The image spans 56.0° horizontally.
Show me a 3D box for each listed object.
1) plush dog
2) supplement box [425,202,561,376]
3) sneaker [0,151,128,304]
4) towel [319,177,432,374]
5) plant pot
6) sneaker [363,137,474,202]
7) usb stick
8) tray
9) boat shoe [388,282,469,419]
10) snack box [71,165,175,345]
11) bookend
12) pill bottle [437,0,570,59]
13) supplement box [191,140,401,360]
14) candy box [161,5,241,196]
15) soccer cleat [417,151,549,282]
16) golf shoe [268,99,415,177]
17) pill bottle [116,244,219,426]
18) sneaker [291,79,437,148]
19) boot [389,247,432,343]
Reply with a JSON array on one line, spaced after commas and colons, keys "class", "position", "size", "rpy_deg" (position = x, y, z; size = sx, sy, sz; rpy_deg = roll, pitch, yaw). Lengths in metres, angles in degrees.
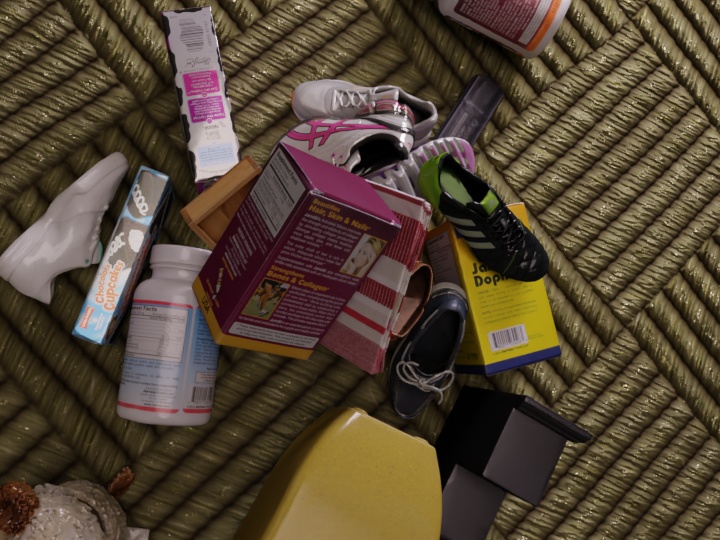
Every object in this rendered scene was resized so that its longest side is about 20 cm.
[{"class": "plush dog", "position": [-0.313, 0.288, 0.724], "size": [0.160, 0.172, 0.200], "rpy_deg": [-40, 92, -14]}, {"class": "supplement box", "position": [0.169, 0.027, 0.890], "size": [0.109, 0.109, 0.202], "rpy_deg": [-12, 86, -13]}, {"class": "sneaker", "position": [-0.337, -0.050, 0.818], "size": [0.088, 0.075, 0.200], "rpy_deg": [43, 83, -17]}, {"class": "towel", "position": [0.000, 0.000, 0.780], "size": [0.023, 0.144, 0.202], "rpy_deg": [8, 103, -47]}, {"class": "plant pot", "position": [-0.012, 0.272, 0.789], "size": [0.194, 0.194, 0.201], "rpy_deg": [28, 74, -8]}, {"class": "sneaker", "position": [0.053, -0.114, 0.876], "size": [0.199, 0.088, 0.081], "rpy_deg": [-29, 113, -13]}, {"class": "usb stick", "position": [0.134, -0.187, 0.946], "size": [0.055, 0.033, 0.201], "rpy_deg": [36, 78, -13]}, {"class": "tray", "position": [-0.112, -0.033, 0.803], "size": [0.098, 0.037, 0.200], "rpy_deg": [-40, 137, -3]}, {"class": "boat shoe", "position": [0.083, 0.112, 0.840], "size": [0.074, 0.062, 0.201], "rpy_deg": [21, 117, -6]}, {"class": "snack box", "position": [-0.273, -0.013, 0.795], "size": [0.037, 0.116, 0.202], "rpy_deg": [21, 80, -9]}, {"class": "bookend", "position": [0.153, 0.252, 0.816], "size": [0.092, 0.200, 0.200], "rpy_deg": [30, 78, -7]}, {"class": "pill bottle", "position": [0.179, -0.388, 0.935], "size": [0.199, 0.114, 0.115], "rpy_deg": [24, 79, -9]}, {"class": "supplement box", "position": [-0.073, -0.015, 0.735], "size": [0.130, 0.103, 0.201], "rpy_deg": [18, 116, -41]}, {"class": "candy box", "position": [-0.189, -0.192, 0.823], "size": [0.060, 0.136, 0.202], "rpy_deg": [-12, 86, -12]}, {"class": "soccer cleat", "position": [0.149, -0.059, 0.798], "size": [0.200, 0.081, 0.068], "rpy_deg": [41, 77, -4]}, {"class": "golf shoe", "position": [-0.029, -0.149, 0.843], "size": [0.198, 0.093, 0.073], "rpy_deg": [-15, 131, 18]}, {"class": "pill bottle", "position": [-0.219, 0.076, 0.801], "size": [0.108, 0.109, 0.202], "rpy_deg": [8, 82, -11]}, {"class": "sneaker", "position": [0.009, -0.220, 0.891], "size": [0.198, 0.092, 0.076], "rpy_deg": [8, 81, -11]}, {"class": "boot", "position": [0.056, -0.002, 0.845], "size": [0.073, 0.155, 0.202], "rpy_deg": [16, 81, -10]}]
